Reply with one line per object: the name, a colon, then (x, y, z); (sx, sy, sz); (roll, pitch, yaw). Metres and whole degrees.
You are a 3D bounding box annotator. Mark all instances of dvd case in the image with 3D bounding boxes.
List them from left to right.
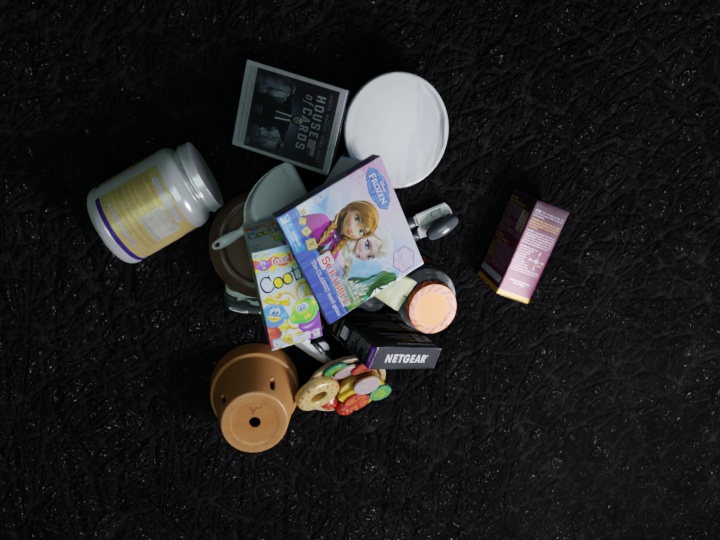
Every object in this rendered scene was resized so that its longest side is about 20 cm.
dvd case: (-0.128, -0.275, 0.971); (0.194, 0.025, 0.155); (18, 106, 7)

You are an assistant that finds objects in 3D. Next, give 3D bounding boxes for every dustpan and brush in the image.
dustpan and brush: (-0.186, -0.094, 0.996); (0.197, 0.057, 0.143); (-31, 96, -22)

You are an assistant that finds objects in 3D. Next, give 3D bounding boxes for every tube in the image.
tube: (0.000, 0.000, 0.971); (0.196, 0.058, 0.053); (29, 78, -3)

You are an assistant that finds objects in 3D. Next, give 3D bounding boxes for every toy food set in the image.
toy food set: (-0.032, 0.251, 1.160); (0.195, 0.050, 0.200); (-34, 138, 13)

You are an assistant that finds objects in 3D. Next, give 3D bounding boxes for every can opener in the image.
can opener: (0.104, -0.078, 1.101); (0.194, 0.067, 0.055); (-24, 112, -2)

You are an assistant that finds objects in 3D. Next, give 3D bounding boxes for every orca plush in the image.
orca plush: (-0.082, 0.147, 1.143); (0.197, 0.104, 0.073); (36, 69, -18)

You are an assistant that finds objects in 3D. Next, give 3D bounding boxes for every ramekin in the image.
ramekin: (0.060, -0.265, 1.011); (0.195, 0.095, 0.210); (-3, 110, -9)

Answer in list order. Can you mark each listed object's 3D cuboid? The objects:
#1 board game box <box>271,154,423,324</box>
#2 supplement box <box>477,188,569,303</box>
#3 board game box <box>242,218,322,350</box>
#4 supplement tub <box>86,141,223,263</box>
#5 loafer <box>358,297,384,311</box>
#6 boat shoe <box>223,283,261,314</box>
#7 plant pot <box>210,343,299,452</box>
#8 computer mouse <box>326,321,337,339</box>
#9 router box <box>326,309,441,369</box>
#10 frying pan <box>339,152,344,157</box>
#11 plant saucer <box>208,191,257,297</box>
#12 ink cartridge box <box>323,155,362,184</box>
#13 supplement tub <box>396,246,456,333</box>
board game box: (-0.016, -0.051, 0.886); (0.196, 0.041, 0.204); (-31, 113, -10)
supplement box: (0.337, -0.053, 1.132); (0.083, 0.111, 0.206); (16, 106, -16)
board game box: (-0.138, 0.021, 0.965); (0.101, 0.104, 0.206); (-14, 123, -13)
supplement tub: (-0.357, -0.122, 0.952); (0.196, 0.146, 0.148); (-28, 113, 0)
loafer: (0.003, 0.037, 1.074); (0.198, 0.068, 0.072); (10, 113, -58)
boat shoe: (-0.179, 0.056, 1.093); (0.193, 0.077, 0.062); (10, 127, -11)
plant pot: (-0.221, 0.277, 1.123); (0.192, 0.141, 0.207); (-4, 111, -9)
computer mouse: (-0.057, 0.067, 1.113); (0.042, 0.111, 0.206); (-2, 120, 17)
router box: (0.049, 0.137, 1.082); (0.196, 0.148, 0.052); (9, 110, -43)
frying pan: (-0.042, -0.117, 1.060); (0.030, 0.116, 0.195); (11, 68, 17)
plant saucer: (-0.190, -0.052, 1.032); (0.193, 0.034, 0.209); (1, 87, -16)
ink cartridge box: (-0.008, -0.093, 1.004); (0.118, 0.066, 0.202); (-60, 149, -26)
supplement tub: (0.116, 0.036, 1.071); (0.118, 0.201, 0.127); (-4, 111, -10)
